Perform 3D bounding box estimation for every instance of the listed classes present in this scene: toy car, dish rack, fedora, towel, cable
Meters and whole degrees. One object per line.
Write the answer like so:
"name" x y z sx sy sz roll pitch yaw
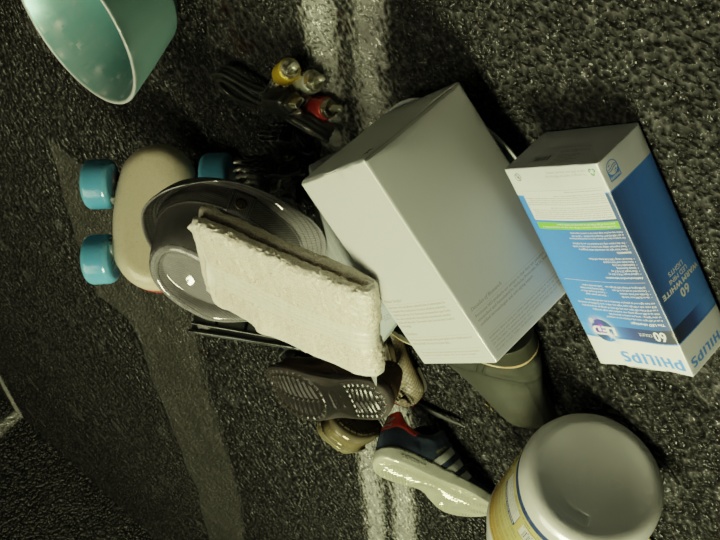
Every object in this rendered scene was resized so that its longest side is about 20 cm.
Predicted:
"toy car" -0.232 -0.057 1.390 0.200 0.182 0.179 31 -124 -80
"dish rack" -0.096 0.064 1.308 0.152 0.055 0.200 9 177 19
"fedora" -0.140 -0.007 1.145 0.199 0.091 0.177 28 138 -18
"towel" -0.068 0.021 1.012 0.199 0.035 0.133 22 147 21
"cable" -0.081 -0.183 1.137 0.097 0.050 0.200 44 171 -30

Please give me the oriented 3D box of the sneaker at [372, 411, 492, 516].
"sneaker" 0.102 0.239 1.366 0.199 0.085 0.075 35 137 -30

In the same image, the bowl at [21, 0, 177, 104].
"bowl" -0.273 -0.292 1.184 0.200 0.105 0.202 36 150 24

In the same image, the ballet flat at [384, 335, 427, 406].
"ballet flat" 0.023 0.085 1.299 0.067 0.046 0.201 14 137 48

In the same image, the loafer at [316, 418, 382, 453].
"loafer" -0.016 0.201 1.397 0.076 0.068 0.200 34 -174 4

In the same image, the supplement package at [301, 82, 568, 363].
"supplement package" 0.068 -0.035 0.935 0.201 0.120 0.121 56 155 -13

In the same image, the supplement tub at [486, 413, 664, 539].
"supplement tub" 0.210 0.246 1.121 0.144 0.144 0.200 41 152 14

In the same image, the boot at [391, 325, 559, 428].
"boot" 0.111 0.099 1.162 0.199 0.077 0.139 22 148 44

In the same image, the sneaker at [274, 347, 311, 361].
"sneaker" -0.089 0.091 1.441 0.199 0.078 0.070 16 139 47

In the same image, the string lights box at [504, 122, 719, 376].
"string lights box" 0.206 -0.014 0.879 0.102 0.059 0.201 4 130 55

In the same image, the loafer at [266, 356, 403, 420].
"loafer" -0.027 0.135 1.305 0.199 0.071 0.074 4 121 39

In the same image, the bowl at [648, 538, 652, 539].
"bowl" 0.292 0.383 1.235 0.200 0.094 0.201 36 152 23

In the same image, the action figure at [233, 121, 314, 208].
"action figure" -0.110 -0.074 1.221 0.101 0.120 0.201 16 142 -1

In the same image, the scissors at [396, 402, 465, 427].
"scissors" 0.059 0.168 1.397 0.199 0.014 0.074 28 145 33

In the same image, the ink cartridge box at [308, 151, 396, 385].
"ink cartridge box" 0.000 0.000 1.159 0.201 0.057 0.163 79 166 -52

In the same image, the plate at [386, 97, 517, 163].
"plate" 0.097 -0.075 1.001 0.200 0.026 0.201 35 150 24
